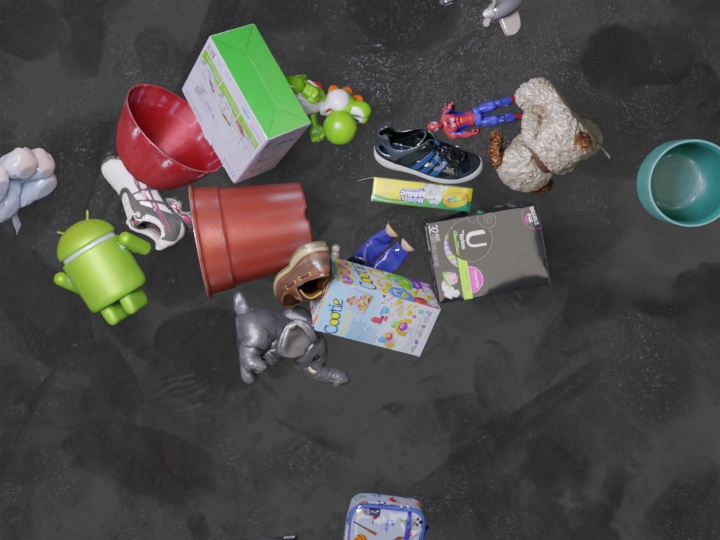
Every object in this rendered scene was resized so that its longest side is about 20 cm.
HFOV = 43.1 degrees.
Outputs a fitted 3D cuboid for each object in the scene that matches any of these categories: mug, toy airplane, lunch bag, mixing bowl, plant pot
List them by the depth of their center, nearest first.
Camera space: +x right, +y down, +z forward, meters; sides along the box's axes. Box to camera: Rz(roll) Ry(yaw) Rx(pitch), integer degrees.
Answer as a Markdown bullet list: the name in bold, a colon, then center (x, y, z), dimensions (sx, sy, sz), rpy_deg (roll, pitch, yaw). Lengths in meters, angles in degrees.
- **toy airplane**: center (0.218, -0.528, 1.559), dimensions (0.200, 0.141, 0.200), rpy_deg (26, 96, -2)
- **mixing bowl**: center (-0.350, -0.215, 1.594), dimensions (0.200, 0.200, 0.108), rpy_deg (46, 116, -4)
- **plant pot**: center (-0.187, -0.067, 1.603), dimensions (0.195, 0.201, 0.201), rpy_deg (-10, 97, -6)
- **mug**: center (0.585, -0.155, 1.613), dimensions (0.184, 0.114, 0.153), rpy_deg (3, 96, 0)
- **lunch bag**: center (0.046, 0.521, 1.722), dimensions (0.160, 0.076, 0.201), rpy_deg (8, 98, -2)

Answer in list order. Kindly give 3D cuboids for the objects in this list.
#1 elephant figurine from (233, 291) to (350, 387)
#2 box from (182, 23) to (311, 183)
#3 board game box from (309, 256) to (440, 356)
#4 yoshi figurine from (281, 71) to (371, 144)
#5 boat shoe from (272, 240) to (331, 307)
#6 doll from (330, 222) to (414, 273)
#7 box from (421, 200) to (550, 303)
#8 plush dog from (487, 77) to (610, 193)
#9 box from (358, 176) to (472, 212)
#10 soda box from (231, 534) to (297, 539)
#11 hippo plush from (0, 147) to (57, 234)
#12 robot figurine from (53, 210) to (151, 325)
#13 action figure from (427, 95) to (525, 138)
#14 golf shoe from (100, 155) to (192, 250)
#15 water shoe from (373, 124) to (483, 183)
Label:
- **elephant figurine**: center (-0.124, 0.129, 1.664), dimensions (0.199, 0.155, 0.142), rpy_deg (-6, 54, -9)
- **box**: center (-0.201, -0.279, 1.552), dimensions (0.097, 0.176, 0.200), rpy_deg (-26, 83, -32)
- **board game box**: center (0.024, 0.063, 1.618), dimensions (0.199, 0.103, 0.105), rpy_deg (16, 113, -16)
- **yoshi figurine**: center (-0.083, -0.282, 1.615), dimensions (0.199, 0.112, 0.112), rpy_deg (13, 104, -3)
- **boat shoe**: center (-0.099, 0.023, 1.568), dimensions (0.072, 0.200, 0.068), rpy_deg (-10, 68, -26)
- **doll**: center (0.000, 0.000, 1.672), dimensions (0.136, 0.048, 0.200), rpy_deg (43, 102, -13)
- **box**: center (0.222, -0.035, 1.627), dimensions (0.199, 0.124, 0.149), rpy_deg (-10, 97, 1)
- **plush dog**: center (0.317, -0.204, 1.583), dimensions (0.200, 0.161, 0.172), rpy_deg (35, 120, -28)
- **box**: center (0.093, -0.138, 1.620), dimensions (0.199, 0.117, 0.049), rpy_deg (8, 96, 0)
- **soda box**: center (-0.217, 0.554, 1.733), dimensions (0.199, 0.063, 0.071), rpy_deg (-4, 97, 2)
- **hippo plush**: center (-0.653, -0.182, 1.634), dimensions (0.161, 0.159, 0.200), rpy_deg (44, 138, 13)
- **robot figurine**: center (-0.466, -0.004, 1.643), dimensions (0.175, 0.116, 0.200), rpy_deg (-30, 95, 16)
- **action figure**: center (0.216, -0.276, 1.615), dimensions (0.199, 0.099, 0.065), rpy_deg (-13, 96, 5)
- **golf shoe**: center (-0.395, -0.124, 1.633), dimensions (0.200, 0.088, 0.077), rpy_deg (41, 139, -2)
- **water shoe**: center (0.123, -0.208, 1.620), dimensions (0.199, 0.079, 0.072), rpy_deg (8, 57, 0)
